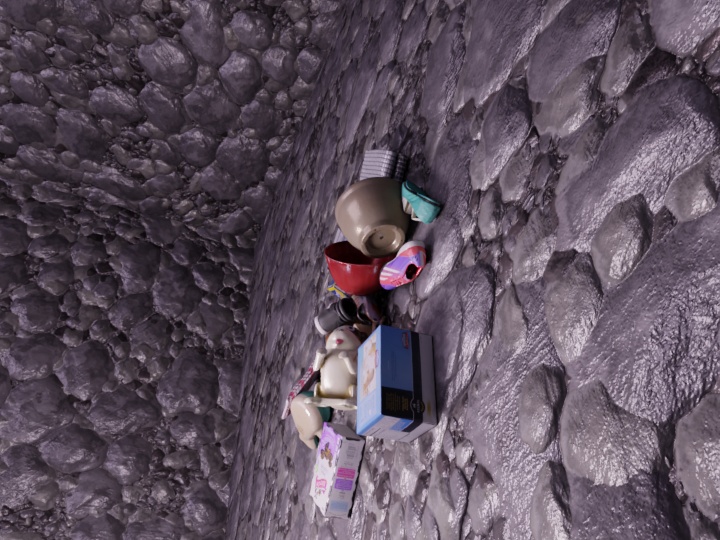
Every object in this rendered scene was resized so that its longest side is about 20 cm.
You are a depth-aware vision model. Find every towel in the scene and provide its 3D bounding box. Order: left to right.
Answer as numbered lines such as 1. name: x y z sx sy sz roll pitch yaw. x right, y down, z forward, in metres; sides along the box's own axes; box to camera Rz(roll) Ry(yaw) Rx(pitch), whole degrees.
1. towel: -0.193 0.382 1.953 0.200 0.030 0.147 -50 -13 -37
2. towel: 0.062 -0.261 1.741 0.200 0.084 0.169 -153 75 -70

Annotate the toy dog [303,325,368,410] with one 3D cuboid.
1. toy dog: -0.037 0.237 1.477 0.137 0.193 0.204 -4 71 29

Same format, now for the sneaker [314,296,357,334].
1. sneaker: -0.042 0.109 1.578 0.098 0.072 0.200 -28 0 18

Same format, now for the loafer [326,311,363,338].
1. loafer: -0.037 0.177 1.676 0.200 0.075 0.069 -37 -49 -61

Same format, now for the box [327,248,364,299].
1. box: -0.016 -0.017 1.724 0.202 0.064 0.070 -61 13 -16

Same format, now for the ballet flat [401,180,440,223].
1. ballet flat: 0.135 -0.164 1.465 0.071 0.066 0.200 -62 23 15

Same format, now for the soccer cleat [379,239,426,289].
1. soccer cleat: 0.101 0.005 1.465 0.200 0.067 0.074 128 142 -50

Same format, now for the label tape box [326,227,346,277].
1. label tape box: -0.047 -0.041 1.939 0.200 0.062 0.147 -125 50 -67

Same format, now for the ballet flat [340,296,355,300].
1. ballet flat: -0.021 0.066 1.784 0.071 0.069 0.204 -148 73 -71

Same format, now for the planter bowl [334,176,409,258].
1. planter bowl: 0.042 -0.118 1.538 0.202 0.197 0.136 120 147 -40

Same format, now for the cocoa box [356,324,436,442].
1. cocoa box: 0.073 0.241 1.271 0.134 0.129 0.203 127 150 -50

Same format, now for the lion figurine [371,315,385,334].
1. lion figurine: 0.051 0.213 1.482 0.201 0.071 0.124 -81 -1 -61

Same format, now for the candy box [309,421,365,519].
1. candy box: -0.064 0.524 1.581 0.167 0.070 0.204 176 107 -71

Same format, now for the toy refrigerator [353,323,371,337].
1. toy refrigerator: -0.003 0.253 1.599 0.076 0.069 0.204 40 116 62

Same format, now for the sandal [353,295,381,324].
1. sandal: 0.009 0.098 1.637 0.059 0.080 0.207 -32 21 8

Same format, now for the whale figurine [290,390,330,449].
1. whale figurine: -0.149 0.462 1.863 0.158 0.103 0.203 31 134 34

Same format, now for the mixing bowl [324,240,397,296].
1. mixing bowl: 0.000 0.000 1.606 0.200 0.196 0.110 -123 33 -66
